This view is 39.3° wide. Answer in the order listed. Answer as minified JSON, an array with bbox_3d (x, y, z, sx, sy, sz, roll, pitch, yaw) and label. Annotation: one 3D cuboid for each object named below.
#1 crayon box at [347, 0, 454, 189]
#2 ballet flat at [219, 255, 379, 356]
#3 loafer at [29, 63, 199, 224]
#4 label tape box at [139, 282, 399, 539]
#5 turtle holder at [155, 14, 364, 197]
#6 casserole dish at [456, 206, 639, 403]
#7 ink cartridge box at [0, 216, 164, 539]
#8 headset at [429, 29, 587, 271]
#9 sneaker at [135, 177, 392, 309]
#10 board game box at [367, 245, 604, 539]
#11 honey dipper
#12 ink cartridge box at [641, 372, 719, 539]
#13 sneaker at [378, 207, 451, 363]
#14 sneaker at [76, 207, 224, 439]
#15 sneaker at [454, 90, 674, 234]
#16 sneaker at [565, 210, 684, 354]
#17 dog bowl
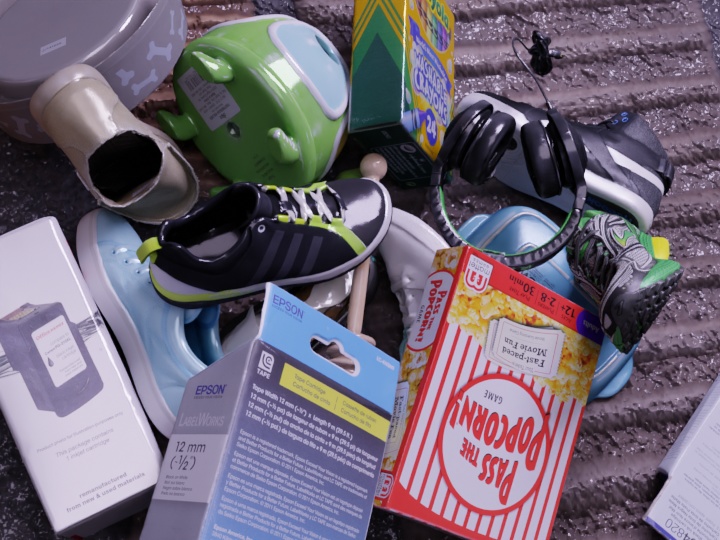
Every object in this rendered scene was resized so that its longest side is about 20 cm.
[{"bbox_3d":[0.039,-0.187,0.868,0.051,0.126,0.201,-6,71,23],"label":"crayon box"},{"bbox_3d":[-0.063,0.045,0.808,0.068,0.068,0.200,45,70,5],"label":"ballet flat"},{"bbox_3d":[-0.176,-0.076,0.758,0.076,0.200,0.068,-37,66,2],"label":"loafer"},{"bbox_3d":[-0.056,0.130,0.677,0.143,0.066,0.201,35,58,-40],"label":"label tape box"},{"bbox_3d":[-0.060,-0.127,0.826,0.185,0.141,0.132,36,53,14],"label":"turtle holder"},{"bbox_3d":[0.164,0.025,0.876,0.200,0.039,0.121,45,69,5],"label":"casserole dish"},{"bbox_3d":[-0.212,0.083,0.725,0.084,0.145,0.201,-24,79,-16],"label":"ink cartridge box"},{"bbox_3d":[0.128,-0.096,0.823,0.123,0.094,0.201,11,83,11],"label":"headset"},{"bbox_3d":[-0.062,-0.029,0.729,0.199,0.083,0.072,-22,62,-19],"label":"sneaker"},{"bbox_3d":[0.097,0.104,0.765,0.151,0.046,0.201,26,74,-26],"label":"board game box"},{"bbox_3d":[0.000,0.000,0.786,0.038,0.038,0.201,10,73,-8],"label":"honey dipper"},{"bbox_3d":[0.358,0.197,0.860,0.199,0.041,0.200,40,70,3],"label":"ink cartridge box"},{"bbox_3d":[0.058,0.043,0.824,0.088,0.075,0.200,-37,93,-12],"label":"sneaker"},{"bbox_3d":[-0.147,0.026,0.776,0.082,0.074,0.201,-33,75,16],"label":"sneaker"},{"bbox_3d":[0.189,-0.117,0.916,0.200,0.073,0.112,35,57,3],"label":"sneaker"},{"bbox_3d":[0.197,0.003,0.795,0.085,0.200,0.078,30,106,3],"label":"sneaker"},{"bbox_3d":[-0.228,-0.183,0.803,0.199,0.059,0.201,-13,49,15],"label":"dog bowl"}]
